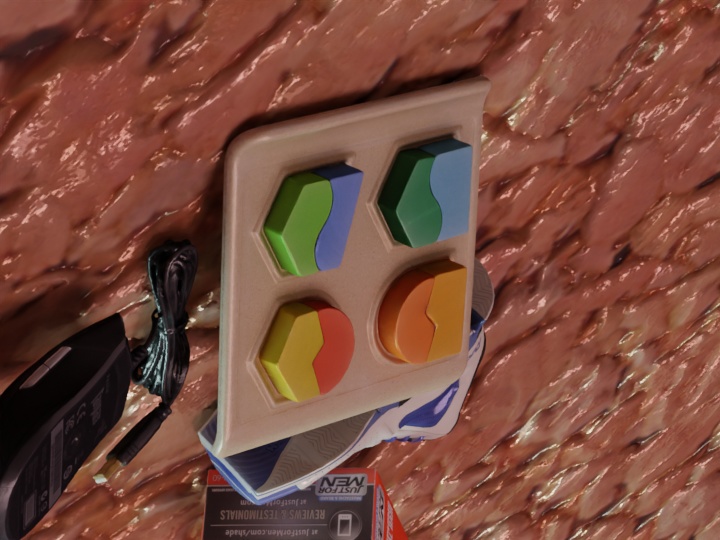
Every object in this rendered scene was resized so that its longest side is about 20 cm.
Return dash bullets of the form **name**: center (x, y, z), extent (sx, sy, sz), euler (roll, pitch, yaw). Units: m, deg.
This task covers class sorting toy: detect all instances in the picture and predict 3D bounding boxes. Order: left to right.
- **sorting toy**: center (0.000, 0.000, 1.562), extent (0.185, 0.036, 0.201), euler (-16, 122, -39)

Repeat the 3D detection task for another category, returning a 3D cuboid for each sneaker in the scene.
- **sneaker**: center (0.007, 0.082, 1.722), extent (0.199, 0.081, 0.115), euler (-37, 152, -8)

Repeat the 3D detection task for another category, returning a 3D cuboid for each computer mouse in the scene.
- **computer mouse**: center (-0.154, 0.079, 1.510), extent (0.200, 0.046, 0.141), euler (-54, 162, -34)

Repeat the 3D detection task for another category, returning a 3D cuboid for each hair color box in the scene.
- **hair color box**: center (-0.027, 0.190, 1.812), extent (0.110, 0.064, 0.200), euler (-1, 156, 10)
